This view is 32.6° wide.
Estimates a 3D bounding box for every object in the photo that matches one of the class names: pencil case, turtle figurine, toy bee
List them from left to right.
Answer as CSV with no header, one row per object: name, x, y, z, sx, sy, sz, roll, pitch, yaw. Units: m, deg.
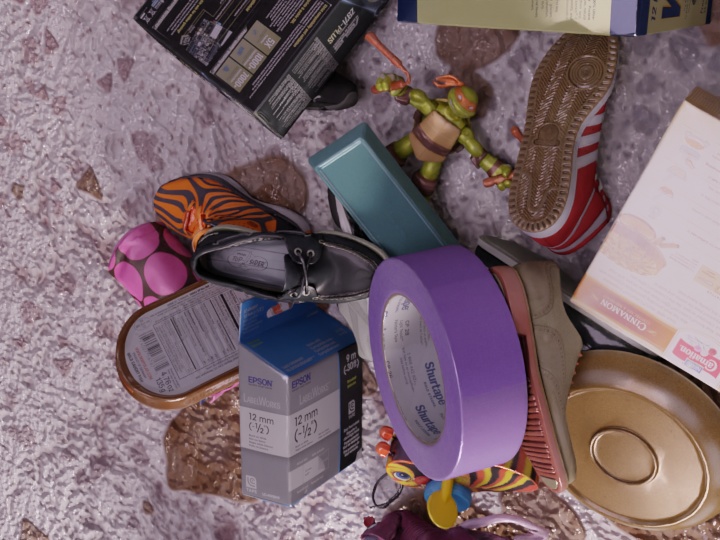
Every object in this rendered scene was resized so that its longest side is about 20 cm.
pencil case,-0.195,0.045,1.351,0.200,0.090,0.094,52,139,12
turtle figurine,0.059,-0.128,1.157,0.199,0.065,0.161,35,128,-10
toy bee,0.068,0.192,1.199,0.199,0.109,0.132,-31,40,19

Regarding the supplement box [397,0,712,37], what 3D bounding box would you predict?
supplement box,0.163,-0.265,0.984,0.198,0.200,0.136,10,108,30

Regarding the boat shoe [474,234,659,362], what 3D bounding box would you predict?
boat shoe,0.181,0.038,1.123,0.199,0.075,0.061,35,112,20

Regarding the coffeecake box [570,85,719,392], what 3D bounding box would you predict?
coffeecake box,0.293,-0.025,1.031,0.153,0.073,0.201,31,116,12

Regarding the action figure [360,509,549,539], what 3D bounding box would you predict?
action figure,0.065,0.276,1.237,0.199,0.134,0.150,20,78,52

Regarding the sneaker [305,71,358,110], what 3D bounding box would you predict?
sneaker,-0.086,-0.217,1.223,0.199,0.075,0.080,26,112,23

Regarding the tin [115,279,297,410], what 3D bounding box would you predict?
tin,-0.158,0.068,1.280,0.113,0.199,0.042,62,165,9

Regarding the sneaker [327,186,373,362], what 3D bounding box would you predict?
sneaker,0.000,0.000,1.227,0.079,0.074,0.202,-13,95,38

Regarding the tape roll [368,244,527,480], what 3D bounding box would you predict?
tape roll,0.073,0.081,1.100,0.200,0.065,0.202,168,90,-70

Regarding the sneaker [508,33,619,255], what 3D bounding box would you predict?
sneaker,0.191,-0.112,1.094,0.071,0.112,0.202,14,79,30

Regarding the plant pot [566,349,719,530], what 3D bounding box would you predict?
plant pot,0.240,0.161,1.107,0.199,0.027,0.201,19,131,23

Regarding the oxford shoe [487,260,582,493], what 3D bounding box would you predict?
oxford shoe,0.165,0.088,1.059,0.071,0.073,0.202,177,81,-71

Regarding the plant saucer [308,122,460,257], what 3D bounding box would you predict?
plant saucer,0.035,-0.044,1.167,0.070,0.019,0.200,-31,114,22

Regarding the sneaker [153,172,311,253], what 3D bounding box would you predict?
sneaker,-0.156,-0.049,1.284,0.199,0.112,0.078,16,110,27

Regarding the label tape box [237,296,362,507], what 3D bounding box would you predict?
label tape box,-0.058,0.116,1.247,0.066,0.143,0.202,10,107,29

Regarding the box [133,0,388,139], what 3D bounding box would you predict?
box,-0.084,-0.257,1.158,0.163,0.086,0.201,37,90,18

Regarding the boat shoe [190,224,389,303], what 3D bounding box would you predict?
boat shoe,-0.070,-0.003,1.171,0.198,0.066,0.075,13,110,14
